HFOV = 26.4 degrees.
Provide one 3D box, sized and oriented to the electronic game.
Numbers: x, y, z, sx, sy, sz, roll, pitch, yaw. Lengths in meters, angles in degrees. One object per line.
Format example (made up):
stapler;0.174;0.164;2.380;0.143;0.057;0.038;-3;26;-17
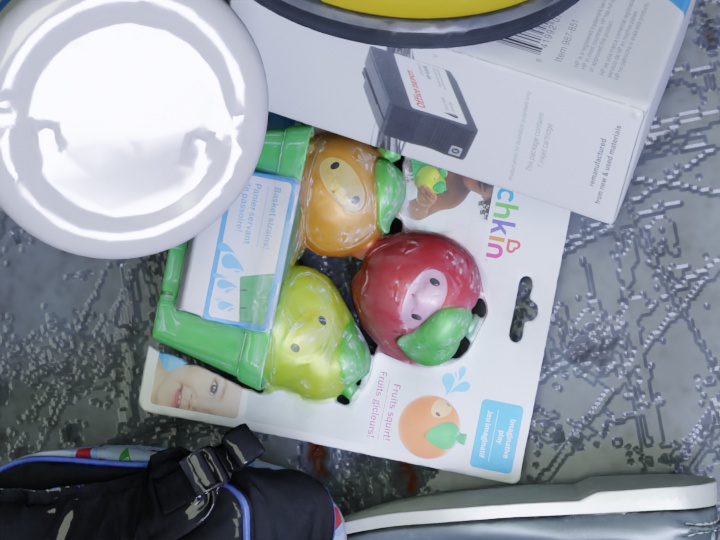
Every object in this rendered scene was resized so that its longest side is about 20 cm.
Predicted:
electronic game;0.021;-0.174;0.701;0.199;0.042;0.200;2;52;-2

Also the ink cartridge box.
ink cartridge box;0.054;-0.126;0.746;0.199;0.084;0.145;19;53;10

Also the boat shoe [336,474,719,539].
boat shoe;0.079;0.139;0.763;0.199;0.073;0.062;-7;89;12

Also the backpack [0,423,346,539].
backpack;-0.107;0.167;0.745;0.190;0.154;0.201;6;83;29

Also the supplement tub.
supplement tub;-0.128;-0.098;0.722;0.132;0.200;0.132;-7;113;-17

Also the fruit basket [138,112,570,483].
fruit basket;0.000;0.000;0.777;0.199;0.094;0.186;12;88;7
